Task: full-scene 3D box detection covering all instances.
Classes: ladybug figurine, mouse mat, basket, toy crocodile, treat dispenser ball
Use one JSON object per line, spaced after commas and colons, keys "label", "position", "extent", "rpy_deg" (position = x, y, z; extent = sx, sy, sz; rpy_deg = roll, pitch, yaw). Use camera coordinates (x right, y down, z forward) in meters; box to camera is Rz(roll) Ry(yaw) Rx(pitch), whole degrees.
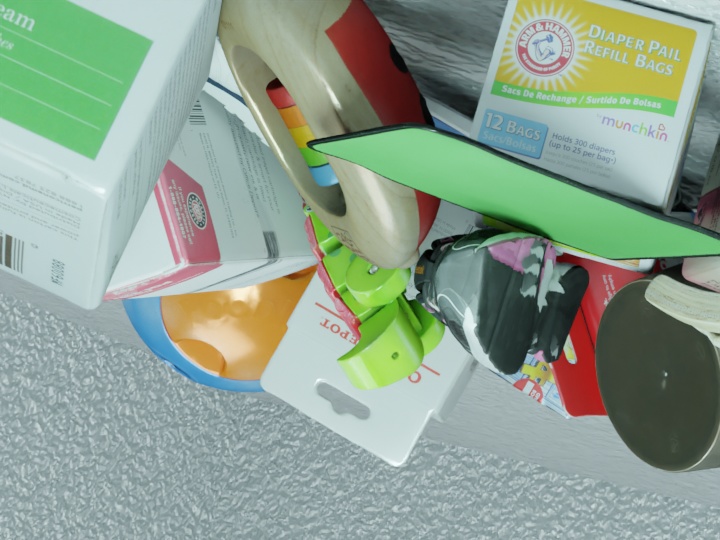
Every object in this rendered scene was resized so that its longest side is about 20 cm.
{"label": "ladybug figurine", "position": [-0.010, -0.092, 1.425], "extent": [0.201, 0.072, 0.136], "rpy_deg": [62, 163, -21]}
{"label": "mouse mat", "position": [0.083, -0.039, 1.309], "extent": [0.199, 0.008, 0.161], "rpy_deg": [21, 171, -21]}
{"label": "basket", "position": [0.248, 0.044, 1.477], "extent": [0.199, 0.137, 0.180], "rpy_deg": [-10, -144, -33]}
{"label": "toy crocodile", "position": [0.000, 0.000, 1.519], "extent": [0.068, 0.062, 0.200], "rpy_deg": [57, -173, -40]}
{"label": "treat dispenser ball", "position": [-0.086, -0.009, 1.902], "extent": [0.200, 0.202, 0.201], "rpy_deg": [17, 172, 3]}

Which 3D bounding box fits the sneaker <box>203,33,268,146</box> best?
{"label": "sneaker", "position": [-0.035, -0.120, 1.536], "extent": [0.080, 0.077, 0.200], "rpy_deg": [-4, 160, 44]}

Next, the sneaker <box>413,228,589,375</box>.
{"label": "sneaker", "position": [0.065, 0.014, 1.439], "extent": [0.086, 0.081, 0.200], "rpy_deg": [18, 176, 17]}

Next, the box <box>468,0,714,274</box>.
{"label": "box", "position": [0.123, -0.076, 1.370], "extent": [0.112, 0.102, 0.200], "rpy_deg": [16, 172, 6]}

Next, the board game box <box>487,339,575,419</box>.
{"label": "board game box", "position": [0.091, 0.027, 1.758], "extent": [0.199, 0.062, 0.200], "rpy_deg": [28, -173, -19]}

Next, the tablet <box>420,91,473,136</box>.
{"label": "tablet", "position": [0.086, -0.072, 1.667], "extent": [0.130, 0.014, 0.200], "rpy_deg": [31, 177, 3]}

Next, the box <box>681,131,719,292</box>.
{"label": "box", "position": [0.265, -0.036, 1.314], "extent": [0.127, 0.110, 0.200], "rpy_deg": [19, 172, -7]}

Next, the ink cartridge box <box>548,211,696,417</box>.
{"label": "ink cartridge box", "position": [0.205, 0.028, 1.590], "extent": [0.199, 0.117, 0.067], "rpy_deg": [-1, 156, -39]}

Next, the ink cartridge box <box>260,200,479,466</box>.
{"label": "ink cartridge box", "position": [0.032, 0.018, 1.628], "extent": [0.116, 0.201, 0.068], "rpy_deg": [30, 176, 10]}

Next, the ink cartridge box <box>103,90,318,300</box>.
{"label": "ink cartridge box", "position": [-0.109, -0.063, 1.578], "extent": [0.084, 0.146, 0.200], "rpy_deg": [-19, 173, 27]}

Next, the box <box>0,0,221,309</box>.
{"label": "box", "position": [-0.192, -0.116, 1.350], "extent": [0.198, 0.172, 0.200], "rpy_deg": [24, 159, 0]}

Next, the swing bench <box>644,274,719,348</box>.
{"label": "swing bench", "position": [0.245, -0.035, 1.040], "extent": [0.129, 0.201, 0.199], "rpy_deg": [9, 169, 43]}

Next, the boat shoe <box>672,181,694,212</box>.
{"label": "boat shoe", "position": [0.181, -0.049, 1.648], "extent": [0.062, 0.073, 0.200], "rpy_deg": [-28, 151, 9]}

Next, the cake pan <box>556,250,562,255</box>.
{"label": "cake pan", "position": [0.148, -0.004, 1.796], "extent": [0.200, 0.037, 0.200], "rpy_deg": [30, -172, -5]}
